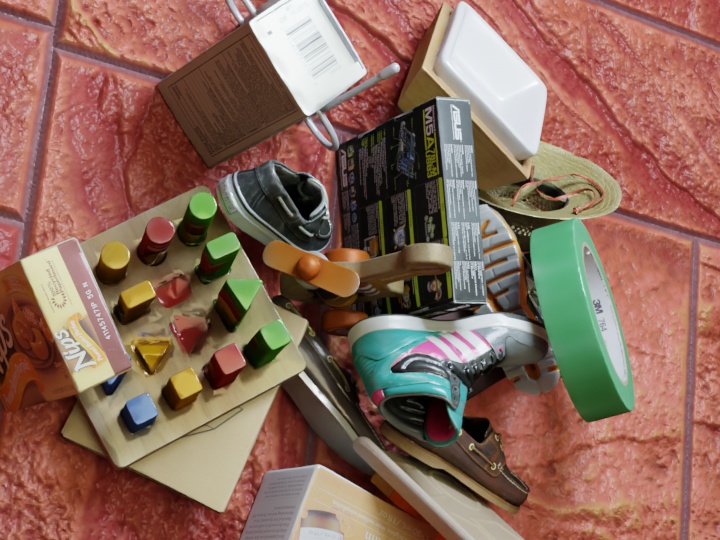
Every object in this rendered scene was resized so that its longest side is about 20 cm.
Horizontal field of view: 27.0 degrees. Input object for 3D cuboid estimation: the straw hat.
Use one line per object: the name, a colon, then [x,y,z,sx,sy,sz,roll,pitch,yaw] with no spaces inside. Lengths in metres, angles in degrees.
straw hat: [0.173,-0.067,1.612,0.201,0.201,0.085,-11,128,-33]

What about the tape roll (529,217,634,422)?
tape roll: [0.223,0.049,1.497,0.200,0.048,0.201,-18,90,-74]

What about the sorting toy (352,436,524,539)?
sorting toy: [0.093,0.240,1.432,0.037,0.185,0.200,-52,146,5]

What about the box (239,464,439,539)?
box: [-0.039,0.306,1.403,0.152,0.106,0.200,30,66,-24]

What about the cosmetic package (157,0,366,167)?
cosmetic package: [-0.096,-0.180,1.410,0.087,0.200,0.104,-39,103,-32]

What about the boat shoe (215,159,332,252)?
boat shoe: [-0.062,-0.057,1.428,0.200,0.071,0.072,18,52,-68]

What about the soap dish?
soap dish: [0.117,-0.182,1.566,0.157,0.081,0.200,44,27,-14]

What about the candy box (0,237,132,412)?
candy box: [-0.269,0.050,1.256,0.055,0.200,0.116,-24,93,-30]

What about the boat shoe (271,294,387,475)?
boat shoe: [-0.036,0.113,1.466,0.200,0.072,0.060,49,63,-8]

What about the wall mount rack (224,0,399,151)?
wall mount rack: [-0.048,-0.219,1.462,0.075,0.174,0.200,-37,101,-14]

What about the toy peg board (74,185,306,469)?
toy peg board: [-0.172,0.038,1.333,0.199,0.098,0.200,-27,82,-20]

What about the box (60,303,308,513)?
box: [-0.158,0.100,1.385,0.163,0.021,0.200,26,70,-4]

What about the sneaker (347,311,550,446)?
sneaker: [0.093,0.104,1.410,0.199,0.084,0.121,0,56,-13]

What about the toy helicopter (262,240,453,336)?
toy helicopter: [0.000,0.000,1.387,0.132,0.200,0.079,17,68,-40]

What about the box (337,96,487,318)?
box: [0.047,-0.050,1.475,0.047,0.193,0.201,2,78,-33]

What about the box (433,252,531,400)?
box: [0.134,0.060,1.580,0.200,0.075,0.100,-28,96,-31]

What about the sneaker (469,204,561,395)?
sneaker: [0.155,0.028,1.523,0.077,0.078,0.200,-16,85,-59]

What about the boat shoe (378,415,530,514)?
boat shoe: [0.108,0.179,1.502,0.200,0.070,0.070,36,91,-36]
